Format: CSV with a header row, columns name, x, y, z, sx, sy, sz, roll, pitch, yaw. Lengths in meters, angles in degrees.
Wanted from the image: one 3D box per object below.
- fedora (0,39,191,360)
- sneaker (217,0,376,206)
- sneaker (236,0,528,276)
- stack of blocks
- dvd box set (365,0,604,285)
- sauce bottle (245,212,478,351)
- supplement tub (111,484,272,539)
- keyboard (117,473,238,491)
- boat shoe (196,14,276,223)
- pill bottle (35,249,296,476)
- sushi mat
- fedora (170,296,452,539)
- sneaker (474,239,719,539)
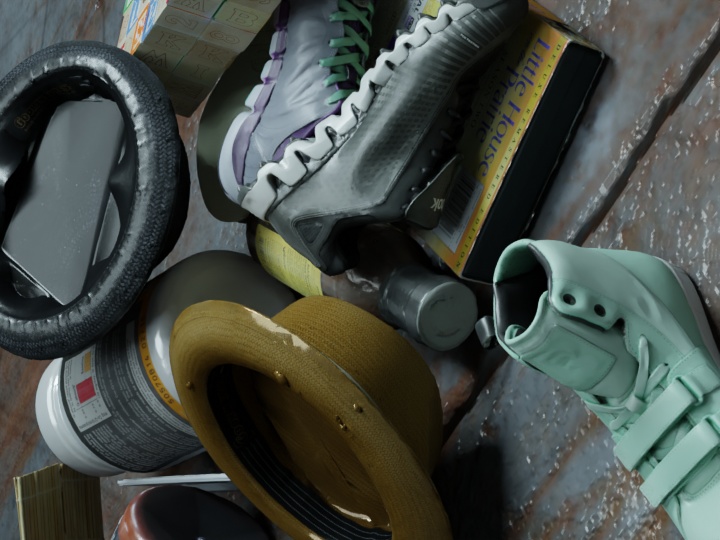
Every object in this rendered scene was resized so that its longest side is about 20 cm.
name,x,y,z,sx,sy,sz,roll,pitch,yaw
fedora,-0.168,-0.040,1.226,0.200,0.092,0.201,-5,81,32
sneaker,-0.011,-0.120,1.147,0.087,0.074,0.200,27,101,44
sneaker,0.029,-0.071,1.066,0.200,0.066,0.091,-42,81,18
stack of blocks,-0.094,-0.187,1.198,0.200,0.058,0.115,141,142,-62
dvd box set,0.053,-0.101,1.123,0.200,0.029,0.147,48,119,53
sauce bottle,0.000,0.000,1.145,0.200,0.065,0.065,32,108,57
supplement tub,-0.135,0.243,1.242,0.200,0.107,0.107,-63,35,22
keyboard,-0.087,0.134,1.247,0.200,0.056,0.011,-12,71,56
boat shoe,-0.054,-0.123,1.258,0.071,0.063,0.201,4,79,30
pill bottle,-0.130,0.068,1.280,0.200,0.116,0.117,-28,58,51
sushi mat,-0.198,0.231,1.329,0.012,0.096,0.201,-7,87,28
fedora,-0.012,0.079,1.061,0.082,0.201,0.200,-45,18,-29
sneaker,0.122,0.067,0.882,0.074,0.118,0.201,-54,41,31
